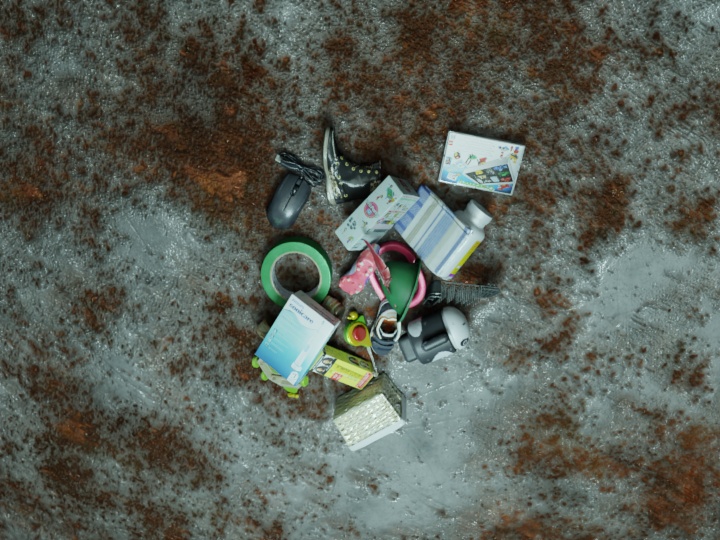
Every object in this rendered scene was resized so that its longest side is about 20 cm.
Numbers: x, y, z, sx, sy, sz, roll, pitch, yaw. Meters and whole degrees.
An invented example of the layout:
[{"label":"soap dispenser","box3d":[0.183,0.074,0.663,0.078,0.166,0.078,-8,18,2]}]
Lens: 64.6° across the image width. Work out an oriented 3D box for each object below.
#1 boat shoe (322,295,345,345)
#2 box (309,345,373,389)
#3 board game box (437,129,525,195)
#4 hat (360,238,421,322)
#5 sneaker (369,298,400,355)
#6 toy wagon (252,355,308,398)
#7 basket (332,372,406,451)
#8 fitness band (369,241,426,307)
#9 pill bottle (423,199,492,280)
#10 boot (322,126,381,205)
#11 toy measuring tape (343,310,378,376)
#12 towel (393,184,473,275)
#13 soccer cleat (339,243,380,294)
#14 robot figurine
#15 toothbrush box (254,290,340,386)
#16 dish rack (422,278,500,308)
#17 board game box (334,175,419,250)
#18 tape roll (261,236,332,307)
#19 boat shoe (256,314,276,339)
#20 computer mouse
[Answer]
[{"label":"boat shoe","box3d":[-0.108,0.158,1.640,0.076,0.071,0.203,39,119,21]},{"label":"box","box3d":[-0.056,0.279,1.652,0.197,0.051,0.076,28,113,-33]},{"label":"board game box","box3d":[0.303,-0.273,1.440,0.194,0.035,0.130,11,113,-1]},{"label":"hat","box3d":[0.053,0.013,1.470,0.171,0.166,0.205,19,111,-5]},{"label":"sneaker","box3d":[0.069,0.180,1.605,0.076,0.080,0.204,2,128,-6]},{"label":"toy wagon","box3d":[-0.229,0.309,1.693,0.151,0.040,0.203,4,139,25]},{"label":"basket","box3d":[0.027,0.417,1.700,0.197,0.136,0.125,-30,105,15]},{"label":"fitness band","box3d":[0.100,0.016,1.578,0.141,0.038,0.203,-26,110,11]},{"label":"pill bottle","box3d":[0.254,-0.082,1.487,0.103,0.105,0.202,33,111,-11]},{"label":"boot","box3d":[-0.020,-0.264,1.442,0.146,0.074,0.205,-1,117,5]},{"label":"toy measuring tape","box3d":[-0.004,0.217,1.635,0.071,0.074,0.206,-14,98,9]},{"label":"towel","box3d":[0.184,-0.105,1.463,0.201,0.024,0.148,49,115,29]},{"label":"soccer cleat","box3d":[0.000,0.000,1.538,0.066,0.077,0.200,33,147,-4]},{"label":"robot figurine","box3d":[0.204,0.182,1.563,0.196,0.152,0.126,-25,129,13]},{"label":"toothbrush box","box3d":[-0.169,0.181,1.546,0.145,0.085,0.203,34,101,6]},{"label":"dish rack","box3d":[0.272,0.067,1.531,0.193,0.154,0.056,6,79,-1]},{"label":"board game box","box3d":[0.046,-0.142,1.448,0.200,0.147,0.065,-44,77,19]},{"label":"tape roll","box3d":[-0.177,0.010,1.582,0.194,0.048,0.206,1,114,3]},{"label":"boat shoe","box3d":[-0.217,0.216,1.666,0.200,0.072,0.064,44,117,-7]},{"label":"computer mouse","box3d":[-0.190,-0.193,1.494,0.136,0.053,0.203,25,112,-8]}]
